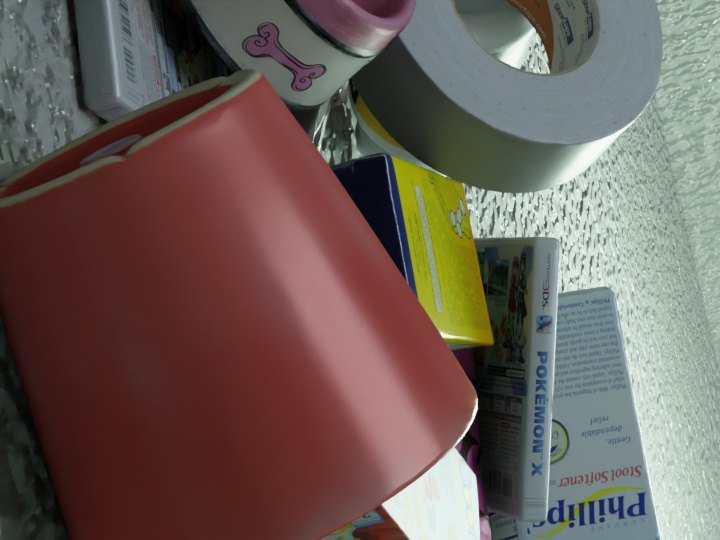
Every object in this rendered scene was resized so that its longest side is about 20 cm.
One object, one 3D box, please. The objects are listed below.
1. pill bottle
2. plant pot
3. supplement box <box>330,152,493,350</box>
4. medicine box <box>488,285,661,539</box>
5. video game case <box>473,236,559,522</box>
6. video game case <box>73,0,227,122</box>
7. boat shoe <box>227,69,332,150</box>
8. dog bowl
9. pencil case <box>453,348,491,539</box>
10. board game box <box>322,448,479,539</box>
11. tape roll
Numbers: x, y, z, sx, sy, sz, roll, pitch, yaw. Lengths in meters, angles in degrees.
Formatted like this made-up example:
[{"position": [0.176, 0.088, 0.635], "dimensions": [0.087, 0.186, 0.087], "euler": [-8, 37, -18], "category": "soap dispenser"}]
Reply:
[{"position": [0.053, -0.144, 1.621], "dimensions": [0.200, 0.111, 0.113], "euler": [110, -20, -57], "category": "pill bottle"}, {"position": [-0.071, 0.020, 1.038], "dimensions": [0.178, 0.200, 0.200], "euler": [64, 18, -11], "category": "plant pot"}, {"position": [0.000, 0.000, 1.428], "dimensions": [0.200, 0.108, 0.110], "euler": [12, 67, -74], "category": "supplement box"}, {"position": [0.138, 0.129, 1.735], "dimensions": [0.182, 0.102, 0.201], "euler": [123, -43, -79], "category": "medicine box"}, {"position": [0.088, 0.069, 1.601], "dimensions": [0.200, 0.022, 0.184], "euler": [-178, -89, -74], "category": "video game case"}, {"position": [-0.117, -0.159, 1.288], "dimensions": [0.182, 0.023, 0.201], "euler": [35, 44, -68], "category": "video game case"}, {"position": [-0.041, -0.134, 1.451], "dimensions": [0.073, 0.074, 0.201], "euler": [58, 26, -51], "category": "boat shoe"}, {"position": [-0.042, -0.195, 1.317], "dimensions": [0.200, 0.074, 0.201], "euler": [44, 33, -38], "category": "dog bowl"}, {"position": [0.045, 0.106, 1.553], "dimensions": [0.094, 0.090, 0.201], "euler": [64, 17, -59], "category": "pencil case"}, {"position": [-0.009, 0.129, 1.306], "dimensions": [0.200, 0.102, 0.105], "euler": [55, 27, -55], "category": "board game box"}, {"position": [0.088, -0.151, 1.470], "dimensions": [0.066, 0.199, 0.201], "euler": [134, -43, -54], "category": "tape roll"}]
